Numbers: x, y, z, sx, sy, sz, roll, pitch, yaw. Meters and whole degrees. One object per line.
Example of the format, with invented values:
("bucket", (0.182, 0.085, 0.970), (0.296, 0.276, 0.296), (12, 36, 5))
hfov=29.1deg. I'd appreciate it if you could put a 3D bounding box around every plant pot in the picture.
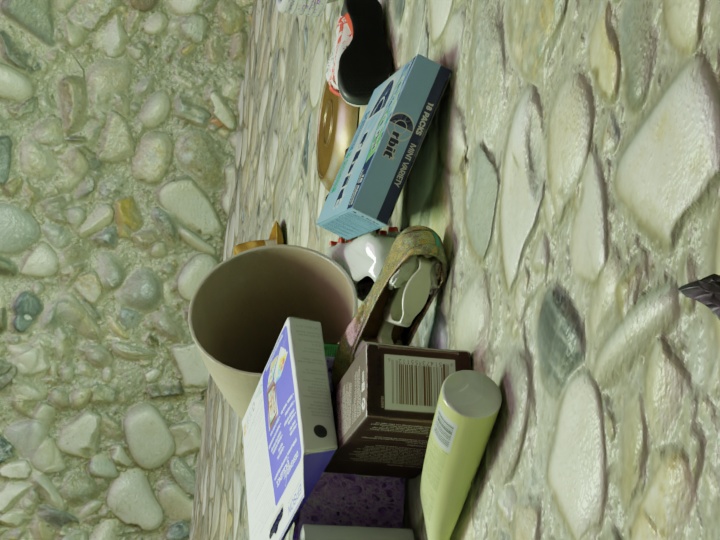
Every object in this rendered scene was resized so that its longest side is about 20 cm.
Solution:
("plant pot", (-0.035, -0.206, 1.944), (0.200, 0.027, 0.202), (-175, 90, -79))
("plant pot", (-0.091, 0.107, 1.581), (0.201, 0.185, 0.188), (86, 179, -48))

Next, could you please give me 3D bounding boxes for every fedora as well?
("fedora", (-0.187, 0.004, 2.457), (0.201, 0.081, 0.203), (-175, 90, -78))

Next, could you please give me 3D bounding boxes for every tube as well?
("tube", (0.076, 0.167, 1.186), (0.058, 0.052, 0.201), (-43, -25, -41))

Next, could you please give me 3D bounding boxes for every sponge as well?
("sponge", (-0.007, 0.191, 1.412), (0.030, 0.110, 0.202), (167, 108, -76))

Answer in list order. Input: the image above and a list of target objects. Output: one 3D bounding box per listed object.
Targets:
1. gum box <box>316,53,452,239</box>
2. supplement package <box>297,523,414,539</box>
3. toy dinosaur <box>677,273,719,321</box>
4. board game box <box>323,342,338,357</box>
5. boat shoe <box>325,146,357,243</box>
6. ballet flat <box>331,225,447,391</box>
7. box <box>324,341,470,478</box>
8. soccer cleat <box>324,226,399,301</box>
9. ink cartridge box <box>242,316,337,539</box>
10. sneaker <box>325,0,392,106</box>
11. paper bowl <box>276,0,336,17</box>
("gum box", (0.021, -0.124, 1.457), (0.171, 0.044, 0.200), (-66, 10, -7))
("supplement package", (-0.017, 0.355, 1.377), (0.201, 0.116, 0.118), (108, 163, -46))
("toy dinosaur", (0.203, -0.019, 0.537), (0.136, 0.102, 0.200), (-60, 0, 26))
("board game box", (-0.010, 0.180, 1.454), (0.023, 0.104, 0.202), (-6, 78, 60))
("boat shoe", (-0.008, -0.084, 1.648), (0.201, 0.070, 0.071), (109, 161, -54))
("ballet flat", (0.029, 0.053, 1.346), (0.201, 0.070, 0.071), (-65, 16, 13))
("box", (0.030, 0.134, 1.289), (0.200, 0.099, 0.076), (120, 153, -63))
("soccer cleat", (0.000, 0.000, 1.584), (0.200, 0.069, 0.078), (154, 118, -73))
("ink cartridge box", (-0.073, 0.184, 1.364), (0.199, 0.043, 0.201), (117, 154, -48))
("sneaker", (-0.004, -0.241, 1.712), (0.108, 0.067, 0.203), (106, 168, -45))
("paper bowl", (-0.058, -0.463, 1.978), (0.201, 0.103, 0.203), (-175, 90, -78))
